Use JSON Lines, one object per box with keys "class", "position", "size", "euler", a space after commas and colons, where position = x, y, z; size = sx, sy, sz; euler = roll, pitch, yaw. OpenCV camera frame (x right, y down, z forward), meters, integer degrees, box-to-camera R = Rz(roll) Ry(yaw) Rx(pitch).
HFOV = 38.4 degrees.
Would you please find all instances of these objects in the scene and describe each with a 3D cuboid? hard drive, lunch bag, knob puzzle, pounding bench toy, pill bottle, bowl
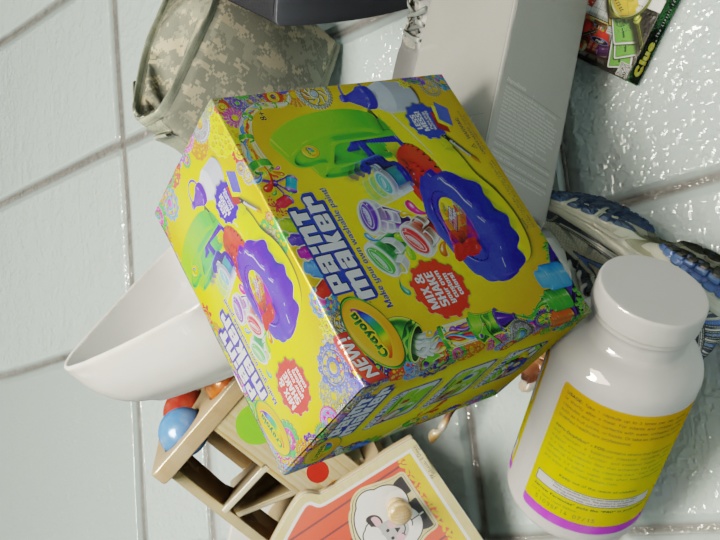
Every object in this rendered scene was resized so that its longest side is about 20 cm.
{"class": "hard drive", "position": [-0.030, -0.265, 0.937], "size": [0.135, 0.199, 0.042], "euler": [34, 131, 39]}
{"class": "lunch bag", "position": [-0.125, -0.174, 0.994], "size": [0.117, 0.164, 0.201], "euler": [-14, 52, 41]}
{"class": "knob puzzle", "position": [0.005, 0.255, 0.816], "size": [0.030, 0.219, 0.221], "euler": [-130, 56, -72]}
{"class": "pounding bench toy", "position": [-0.059, 0.111, 0.858], "size": [0.200, 0.156, 0.124], "euler": [-49, 12, 2]}
{"class": "pill bottle", "position": [0.173, 0.090, 0.720], "size": [0.104, 0.104, 0.201], "euler": [45, 139, 37]}
{"class": "bowl", "position": [-0.113, 0.022, 0.810], "size": [0.199, 0.200, 0.075], "euler": [-23, 114, 38]}

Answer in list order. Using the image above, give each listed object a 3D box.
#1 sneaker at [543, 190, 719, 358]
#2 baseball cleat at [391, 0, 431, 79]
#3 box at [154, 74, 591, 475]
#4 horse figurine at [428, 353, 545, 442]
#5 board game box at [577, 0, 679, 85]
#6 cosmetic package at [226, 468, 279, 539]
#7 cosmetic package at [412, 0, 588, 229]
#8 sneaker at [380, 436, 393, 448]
{"class": "sneaker", "position": [0.190, 0.001, 0.779], "size": [0.200, 0.077, 0.085], "euler": [36, 115, 40]}
{"class": "baseball cleat", "position": [0.055, -0.245, 0.881], "size": [0.070, 0.106, 0.201], "euler": [43, 113, 53]}
{"class": "box", "position": [0.004, -0.006, 0.672], "size": [0.200, 0.192, 0.122], "euler": [60, 140, 19]}
{"class": "horse figurine", "position": [0.070, 0.049, 0.902], "size": [0.133, 0.050, 0.200], "euler": [-51, 53, 25]}
{"class": "board game box", "position": [0.172, -0.239, 0.856], "size": [0.200, 0.023, 0.105], "euler": [38, 109, 39]}
{"class": "cosmetic package", "position": [-0.070, 0.156, 0.981], "size": [0.101, 0.071, 0.201], "euler": [-103, 27, -81]}
{"class": "cosmetic package", "position": [0.099, -0.136, 0.806], "size": [0.107, 0.090, 0.201], "euler": [-1, 68, 51]}
{"class": "sneaker", "position": [0.030, 0.223, 0.904], "size": [0.080, 0.078, 0.200], "euler": [-55, 51, 32]}
